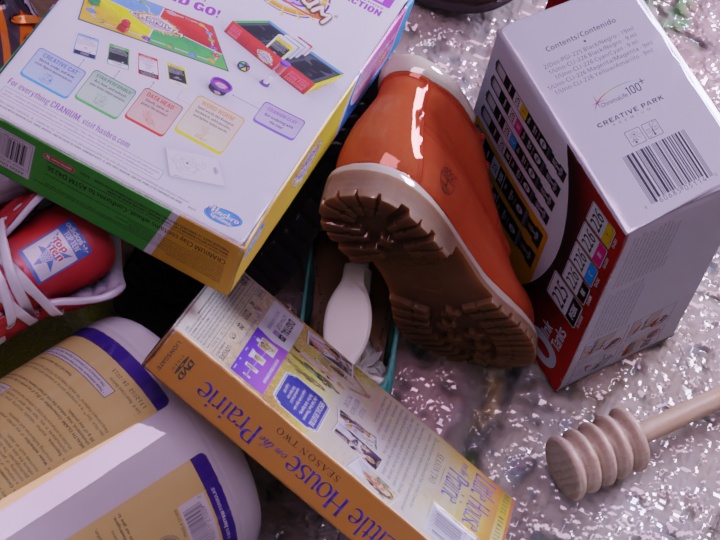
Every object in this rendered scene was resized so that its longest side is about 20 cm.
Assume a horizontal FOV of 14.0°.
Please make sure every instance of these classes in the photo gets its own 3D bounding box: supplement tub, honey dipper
[{"bbox_3d":[-0.166,0.130,1.460,0.200,0.146,0.146,-32,72,-21],"label":"supplement tub"},{"bbox_3d":[0.193,0.070,1.603,0.199,0.038,0.038,-24,69,-20],"label":"honey dipper"}]

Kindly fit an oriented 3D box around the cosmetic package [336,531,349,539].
[{"bbox_3d":[0.074,0.201,1.511,0.199,0.051,0.083,15,63,0],"label":"cosmetic package"}]

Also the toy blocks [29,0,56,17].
[{"bbox_3d":[-0.137,-0.169,1.630,0.200,0.100,0.137,34,31,3],"label":"toy blocks"}]

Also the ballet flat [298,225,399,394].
[{"bbox_3d":[0.000,0.000,1.591,0.067,0.070,0.201,9,62,-7],"label":"ballet flat"}]

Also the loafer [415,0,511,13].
[{"bbox_3d":[0.016,-0.225,1.706,0.200,0.071,0.073,37,64,11],"label":"loafer"}]

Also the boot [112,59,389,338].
[{"bbox_3d":[-0.058,-0.057,1.618,0.200,0.138,0.077,-43,111,9],"label":"boot"}]

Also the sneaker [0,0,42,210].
[{"bbox_3d":[-0.144,-0.107,1.524,0.199,0.078,0.112,-20,88,-7],"label":"sneaker"}]

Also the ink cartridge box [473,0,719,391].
[{"bbox_3d":[0.111,-0.060,1.564,0.084,0.200,0.176,-24,69,-18],"label":"ink cartridge box"}]

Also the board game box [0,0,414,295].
[{"bbox_3d":[-0.083,-0.099,1.469,0.153,0.040,0.200,29,52,6],"label":"board game box"}]

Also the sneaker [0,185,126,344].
[{"bbox_3d":[-0.190,0.018,1.439,0.071,0.112,0.200,58,37,-15],"label":"sneaker"}]

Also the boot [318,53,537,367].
[{"bbox_3d":[0.050,-0.027,1.543,0.075,0.200,0.108,-1,57,26],"label":"boot"}]

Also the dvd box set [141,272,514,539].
[{"bbox_3d":[-0.012,0.082,1.460,0.200,0.146,0.029,40,106,-4],"label":"dvd box set"}]

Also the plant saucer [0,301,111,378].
[{"bbox_3d":[-0.238,-0.038,1.589,0.199,0.048,0.201,-2,64,-9],"label":"plant saucer"}]
